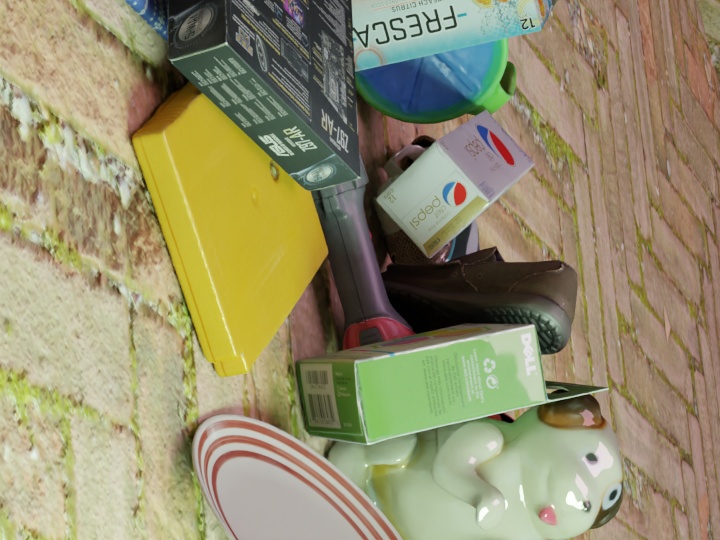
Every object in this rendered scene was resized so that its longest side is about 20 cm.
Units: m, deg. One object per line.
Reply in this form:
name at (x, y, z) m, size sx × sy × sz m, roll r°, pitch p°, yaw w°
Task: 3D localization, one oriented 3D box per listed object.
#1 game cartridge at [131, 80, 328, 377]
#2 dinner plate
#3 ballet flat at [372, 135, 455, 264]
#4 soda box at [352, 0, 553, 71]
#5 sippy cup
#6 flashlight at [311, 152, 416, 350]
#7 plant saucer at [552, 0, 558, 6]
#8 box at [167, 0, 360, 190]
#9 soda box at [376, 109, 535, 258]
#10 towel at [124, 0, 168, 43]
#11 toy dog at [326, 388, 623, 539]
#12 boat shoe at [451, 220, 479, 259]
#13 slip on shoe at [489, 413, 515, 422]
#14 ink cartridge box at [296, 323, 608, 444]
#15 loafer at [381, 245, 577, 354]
game cartridge at (-0.084, -0.047, 1.344) m, size 0.200 × 0.032 × 0.178 m, roll -56°, pitch 133°, yaw -60°
dinner plate at (-0.033, 0.171, 1.265) m, size 0.200 × 0.024 × 0.200 m, roll 39°, pitch 18°, yaw -15°
ballet flat at (0.045, -0.059, 1.675) m, size 0.075 × 0.068 × 0.200 m, roll 50°, pitch 23°, yaw -16°
soda box at (0.041, -0.199, 1.504) m, size 0.064 × 0.198 × 0.069 m, roll -58°, pitch 134°, yaw -63°
sippy cup at (0.053, -0.213, 1.669) m, size 0.131 × 0.138 × 0.179 m, roll -92°, pitch 171°, yaw -54°
flashlight at (0.000, 0.000, 1.508) m, size 0.068 × 0.067 × 0.202 m, roll -19°, pitch 96°, yaw -36°
plant saucer at (0.109, -0.297, 1.562) m, size 0.200 × 0.034 × 0.202 m, roll 167°, pitch -90°, yaw -74°
box at (-0.062, -0.168, 1.349) m, size 0.200 × 0.043 × 0.162 m, roll 42°, pitch 40°, yaw -56°
soda box at (0.078, -0.071, 1.573) m, size 0.064 × 0.068 × 0.200 m, roll 48°, pitch 19°, yaw 2°
towel at (-0.142, -0.236, 1.274) m, size 0.200 × 0.024 × 0.146 m, roll 41°, pitch 44°, yaw -61°
toy dog at (0.100, 0.162, 1.503) m, size 0.194 × 0.198 × 0.141 m, roll -52°, pitch 129°, yaw -64°
boat shoe at (0.076, 0.035, 1.686) m, size 0.201 × 0.070 × 0.091 m, roll -70°, pitch 146°, yaw -54°
slip on shoe at (0.089, 0.134, 1.694) m, size 0.200 × 0.061 × 0.075 m, roll 31°, pitch 54°, yaw -63°
ink cartridge box at (0.065, 0.074, 1.430) m, size 0.104 × 0.198 × 0.060 m, roll -3°, pitch -83°, yaw 65°
loafer at (0.091, 0.021, 1.541) m, size 0.071 × 0.199 × 0.073 m, roll -54°, pitch 131°, yaw -30°
